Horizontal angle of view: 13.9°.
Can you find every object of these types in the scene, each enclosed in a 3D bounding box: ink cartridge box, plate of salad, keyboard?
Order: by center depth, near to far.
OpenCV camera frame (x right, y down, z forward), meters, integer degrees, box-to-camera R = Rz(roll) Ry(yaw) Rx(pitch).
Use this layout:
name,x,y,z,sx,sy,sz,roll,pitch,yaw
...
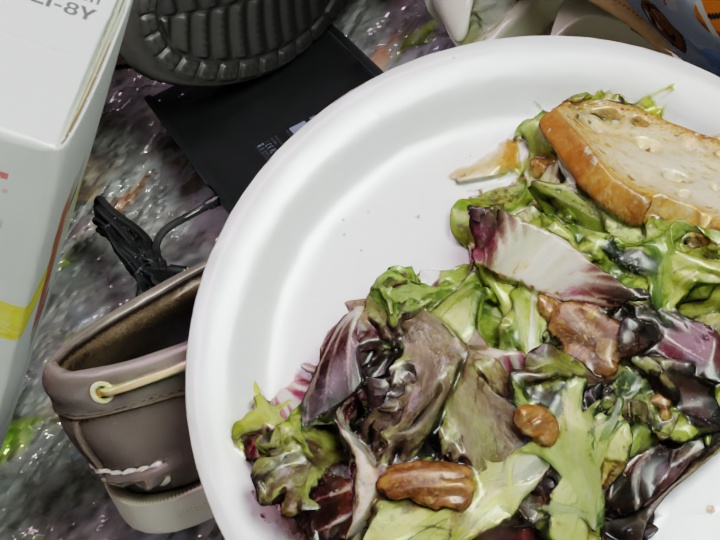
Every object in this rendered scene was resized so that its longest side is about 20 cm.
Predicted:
name,x,y,z,sx,sy,sz,roll,pitch,yaw
plate of salad,0.050,0.024,0.813,0.200,0.048,0.200,-1,72,4
ink cartridge box,-0.168,-0.020,0.937,0.145,0.200,0.083,18,45,-3
keyboard,-0.036,-0.027,1.028,0.127,0.021,0.200,-27,28,-6

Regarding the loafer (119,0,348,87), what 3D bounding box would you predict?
name,x,y,z,sx,sy,sz,roll,pitch,yaw
loafer,-0.033,-0.130,1.100,0.071,0.073,0.200,20,39,34

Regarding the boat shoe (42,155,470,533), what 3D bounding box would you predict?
name,x,y,z,sx,sy,sz,roll,pitch,yaw
boat shoe,0.000,0.000,0.881,0.200,0.060,0.072,-32,29,-1

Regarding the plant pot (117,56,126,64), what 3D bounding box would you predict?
name,x,y,z,sx,sy,sz,roll,pitch,yaw
plant pot,-0.064,-0.161,1.222,0.200,0.027,0.200,-20,36,15

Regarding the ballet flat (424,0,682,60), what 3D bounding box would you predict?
name,x,y,z,sx,sy,sz,roll,pitch,yaw
ballet flat,0.065,-0.089,1.007,0.200,0.069,0.063,18,72,49

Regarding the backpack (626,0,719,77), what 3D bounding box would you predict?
name,x,y,z,sx,sy,sz,roll,pitch,yaw
backpack,0.130,-0.155,0.891,0.200,0.154,0.190,-38,56,-12
